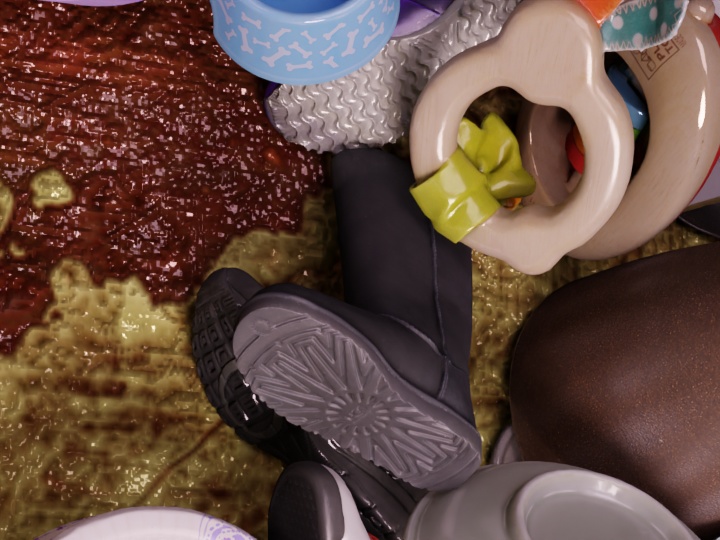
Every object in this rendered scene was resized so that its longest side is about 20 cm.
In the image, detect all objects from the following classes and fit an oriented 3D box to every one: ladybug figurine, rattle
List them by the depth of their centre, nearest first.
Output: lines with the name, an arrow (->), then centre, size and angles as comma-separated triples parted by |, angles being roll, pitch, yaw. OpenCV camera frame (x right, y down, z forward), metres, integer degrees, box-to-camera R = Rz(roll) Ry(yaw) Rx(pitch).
rattle -> 0.117, -0.108, 0.984 | 0.130, 0.201, 0.142 | 32, 26, 21
ladybug figurine -> 0.162, -0.090, 1.038 | 0.071, 0.200, 0.137 | -14, 65, -32

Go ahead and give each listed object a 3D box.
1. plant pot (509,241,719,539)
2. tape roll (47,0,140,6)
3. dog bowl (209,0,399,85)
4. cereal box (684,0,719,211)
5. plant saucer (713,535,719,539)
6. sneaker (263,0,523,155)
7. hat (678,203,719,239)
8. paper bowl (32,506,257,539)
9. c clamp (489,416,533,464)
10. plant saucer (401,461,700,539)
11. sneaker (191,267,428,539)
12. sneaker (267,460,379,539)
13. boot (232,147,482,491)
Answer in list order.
plant pot -> 0.216, 0.059, 1.013 | 0.185, 0.200, 0.189 | 11, 66, -25
tape roll -> -0.147, -0.242, 0.921 | 0.198, 0.066, 0.203 | 1, 96, 11
dog bowl -> -0.057, -0.198, 0.988 | 0.111, 0.050, 0.201 | -31, 71, -16
cereal box -> 0.208, -0.143, 1.108 | 0.039, 0.143, 0.202 | 0, 75, -68
plant saucer -> 0.230, 0.224, 1.050 | 0.199, 0.039, 0.203 | -9, 115, -20
sneaker -> 0.028, -0.144, 1.052 | 0.199, 0.100, 0.070 | -28, 126, -2
hat -> 0.281, -0.104, 1.164 | 0.199, 0.081, 0.203 | 7, 75, -26
paper bowl -> -0.116, 0.223, 0.879 | 0.199, 0.104, 0.203 | 6, 76, -25
c clamp -> 0.162, 0.171, 1.074 | 0.198, 0.027, 0.173 | 13, 73, -24
plant saucer -> 0.120, 0.156, 0.908 | 0.198, 0.051, 0.201 | 14, 32, -9
sneaker -> -0.018, 0.074, 0.988 | 0.201, 0.076, 0.091 | 54, 53, -15
sneaker -> 0.015, 0.183, 0.949 | 0.107, 0.067, 0.204 | -16, 111, -27
boot -> 0.000, 0.001, 0.955 | 0.165, 0.065, 0.201 | 41, 34, -32
